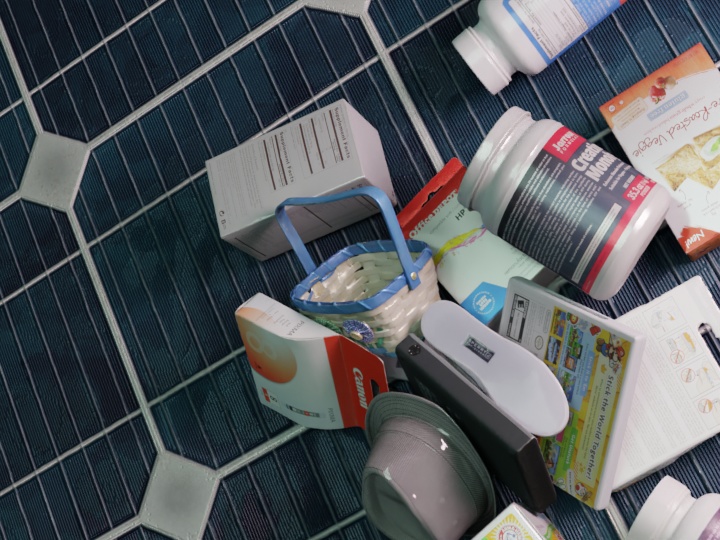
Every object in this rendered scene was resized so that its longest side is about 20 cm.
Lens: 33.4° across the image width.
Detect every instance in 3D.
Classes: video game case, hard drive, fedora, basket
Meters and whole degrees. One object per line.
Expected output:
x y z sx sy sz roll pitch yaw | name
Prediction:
0.215 0.130 1.306 0.181 0.023 0.202 28 116 44 | video game case
0.126 0.168 1.316 0.033 0.140 0.200 -40 50 -12 | hard drive
0.059 0.240 1.328 0.176 0.201 0.090 7 42 42 | fedora
0.000 0.000 1.377 0.175 0.139 0.202 -4 115 48 | basket

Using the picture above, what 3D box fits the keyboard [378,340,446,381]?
0.056 0.105 1.455 0.198 0.011 0.057 8 89 24 | keyboard

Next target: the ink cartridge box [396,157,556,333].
0.128 -0.037 1.416 0.116 0.067 0.200 -45 68 9 | ink cartridge box

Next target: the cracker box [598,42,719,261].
0.374 -0.131 1.337 0.133 0.058 0.201 -32 71 15 | cracker box

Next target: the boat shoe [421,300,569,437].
0.152 0.107 1.312 0.074 0.065 0.200 -45 66 0 | boat shoe

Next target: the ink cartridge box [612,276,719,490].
0.322 0.125 1.317 0.199 0.050 0.163 -30 70 10 | ink cartridge box

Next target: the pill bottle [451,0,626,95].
0.208 -0.302 1.406 0.199 0.112 0.113 -38 69 12 | pill bottle

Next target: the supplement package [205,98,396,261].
-0.073 -0.108 1.484 0.198 0.114 0.111 -22 68 17 | supplement package

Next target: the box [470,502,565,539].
0.140 0.357 1.319 0.200 0.112 0.102 -44 69 9 | box

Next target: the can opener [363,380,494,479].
0.066 0.197 1.407 0.199 0.066 0.053 38 97 18 | can opener

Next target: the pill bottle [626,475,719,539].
0.379 0.301 1.231 0.199 0.112 0.113 33 94 23 | pill bottle

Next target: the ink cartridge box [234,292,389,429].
-0.051 0.131 1.402 0.199 0.163 0.050 28 54 35 | ink cartridge box

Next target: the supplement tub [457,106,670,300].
0.219 -0.074 1.298 0.199 0.140 0.141 33 94 13 | supplement tub
